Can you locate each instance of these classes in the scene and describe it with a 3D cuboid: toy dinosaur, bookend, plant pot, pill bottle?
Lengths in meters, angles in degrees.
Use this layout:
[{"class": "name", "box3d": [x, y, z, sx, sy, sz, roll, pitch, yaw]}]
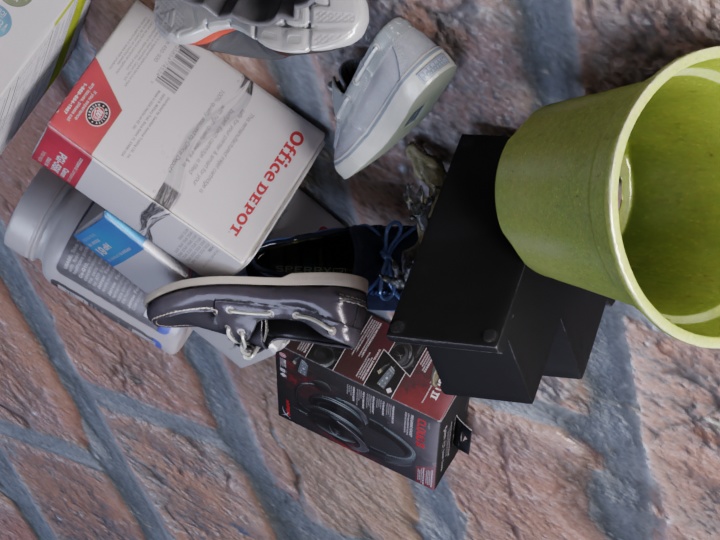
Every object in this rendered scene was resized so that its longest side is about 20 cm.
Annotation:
[{"class": "toy dinosaur", "box3d": [0.052, -0.015, 1.631, 0.047, 0.202, 0.088, -6, 164, 21]}, {"class": "bookend", "box3d": [0.117, 0.034, 1.619, 0.091, 0.200, 0.201, 5, 144, 25]}, {"class": "plant pot", "box3d": [0.196, -0.055, 1.446, 0.200, 0.201, 0.184, 46, 161, -26]}, {"class": "pill bottle", "box3d": [-0.237, -0.016, 1.992, 0.199, 0.114, 0.114, 31, 152, 1]}]

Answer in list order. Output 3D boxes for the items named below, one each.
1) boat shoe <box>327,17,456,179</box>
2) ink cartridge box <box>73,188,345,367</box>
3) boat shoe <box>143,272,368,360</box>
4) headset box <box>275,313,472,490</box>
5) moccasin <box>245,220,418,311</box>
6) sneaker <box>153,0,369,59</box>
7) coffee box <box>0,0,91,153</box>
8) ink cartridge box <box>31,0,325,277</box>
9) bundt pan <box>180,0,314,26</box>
[{"class": "boat shoe", "box3d": [0.013, -0.138, 1.610, 0.072, 0.070, 0.201, 51, 154, 5]}, {"class": "ink cartridge box", "box3d": [-0.130, -0.032, 1.824, 0.200, 0.145, 0.084, 39, 151, -14]}, {"class": "boat shoe", "box3d": [-0.090, 0.040, 1.708, 0.198, 0.063, 0.073, -4, 167, 18]}, {"class": "headset box", "box3d": [0.021, 0.120, 1.995, 0.199, 0.078, 0.149, 26, 152, 14]}, {"class": "moccasin", "box3d": [0.000, 0.000, 1.747, 0.198, 0.081, 0.068, -8, 165, 4]}, {"class": "sneaker", "box3d": [-0.065, -0.199, 1.598, 0.199, 0.078, 0.082, 10, 173, 36]}, {"class": "coffee box", "box3d": [-0.352, -0.209, 1.703, 0.199, 0.199, 0.200, 33, 152, -4]}, {"class": "ink cartridge box", "box3d": [-0.152, -0.103, 1.730, 0.199, 0.147, 0.083, 36, 154, -7]}, {"class": "bundt pan", "box3d": [-0.099, -0.273, 1.479, 0.200, 0.076, 0.203, 25, 151, 14]}]
